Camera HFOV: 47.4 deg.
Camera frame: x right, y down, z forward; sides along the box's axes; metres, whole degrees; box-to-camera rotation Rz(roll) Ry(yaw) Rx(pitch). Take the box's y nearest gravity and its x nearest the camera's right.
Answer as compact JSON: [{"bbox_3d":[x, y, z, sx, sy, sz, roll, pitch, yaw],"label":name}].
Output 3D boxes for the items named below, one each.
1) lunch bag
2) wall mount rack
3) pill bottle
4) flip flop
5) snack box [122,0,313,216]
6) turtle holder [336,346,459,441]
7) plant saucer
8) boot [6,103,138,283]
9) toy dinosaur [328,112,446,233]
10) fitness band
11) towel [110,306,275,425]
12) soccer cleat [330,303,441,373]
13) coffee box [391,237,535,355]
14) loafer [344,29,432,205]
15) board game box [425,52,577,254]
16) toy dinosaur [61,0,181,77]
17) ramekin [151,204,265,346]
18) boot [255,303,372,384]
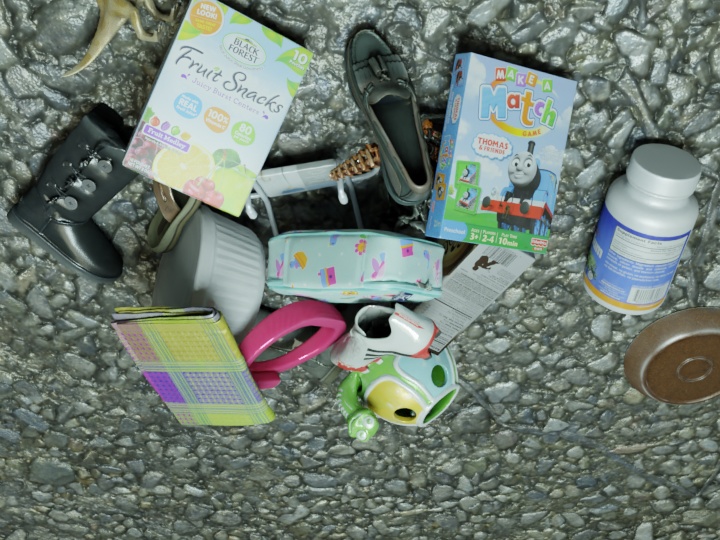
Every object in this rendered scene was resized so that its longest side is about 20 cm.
[{"bbox_3d":[0.000,0.000,0.991,0.198,0.078,0.160,1,172,30],"label":"lunch bag"},{"bbox_3d":[-0.066,-0.078,1.033,0.198,0.075,0.174,-8,163,7],"label":"wall mount rack"},{"bbox_3d":[0.355,-0.053,1.030,0.111,0.113,0.201,2,129,-3],"label":"pill bottle"},{"bbox_3d":[-0.232,-0.100,1.003,0.057,0.082,0.200,14,135,-28],"label":"flip flop"},{"bbox_3d":[-0.159,-0.180,0.903,0.141,0.053,0.201,24,98,-21],"label":"snack box"},{"bbox_3d":[0.055,0.148,1.132,0.185,0.132,0.141,-9,137,-56],"label":"turtle holder"},{"bbox_3d":[0.503,0.140,1.242,0.198,0.035,0.202,-1,129,-1],"label":"plant saucer"},{"bbox_3d":[-0.321,-0.089,1.026,0.164,0.066,0.200,35,116,-28],"label":"boot"},{"bbox_3d":[0.060,-0.116,0.966,0.198,0.102,0.137,-3,99,-5],"label":"toy dinosaur"},{"bbox_3d":[-0.093,0.095,1.038,0.143,0.038,0.200,-40,162,13],"label":"fitness band"},{"bbox_3d":[-0.190,0.113,0.953,0.142,0.023,0.201,-3,133,20],"label":"towel"},{"bbox_3d":[0.013,0.080,1.021,0.085,0.069,0.199,37,152,-25],"label":"soccer cleat"},{"bbox_3d":[0.126,0.000,1.069,0.079,0.114,0.200,26,125,-22],"label":"coffee box"},{"bbox_3d":[0.038,-0.173,0.892,0.071,0.063,0.202,-19,89,-9],"label":"loafer"},{"bbox_3d":[0.160,-0.128,0.924,0.150,0.037,0.202,7,95,-26],"label":"board game box"},{"bbox_3d":[-0.250,-0.288,0.875,0.100,0.058,0.201,24,119,-1],"label":"toy dinosaur"},{"bbox_3d":[-0.193,0.024,1.038,0.094,0.203,0.203,14,129,-27],"label":"ramekin"},{"bbox_3d":[-0.102,0.078,1.168,0.199,0.073,0.182,25,123,-12],"label":"boot"}]
